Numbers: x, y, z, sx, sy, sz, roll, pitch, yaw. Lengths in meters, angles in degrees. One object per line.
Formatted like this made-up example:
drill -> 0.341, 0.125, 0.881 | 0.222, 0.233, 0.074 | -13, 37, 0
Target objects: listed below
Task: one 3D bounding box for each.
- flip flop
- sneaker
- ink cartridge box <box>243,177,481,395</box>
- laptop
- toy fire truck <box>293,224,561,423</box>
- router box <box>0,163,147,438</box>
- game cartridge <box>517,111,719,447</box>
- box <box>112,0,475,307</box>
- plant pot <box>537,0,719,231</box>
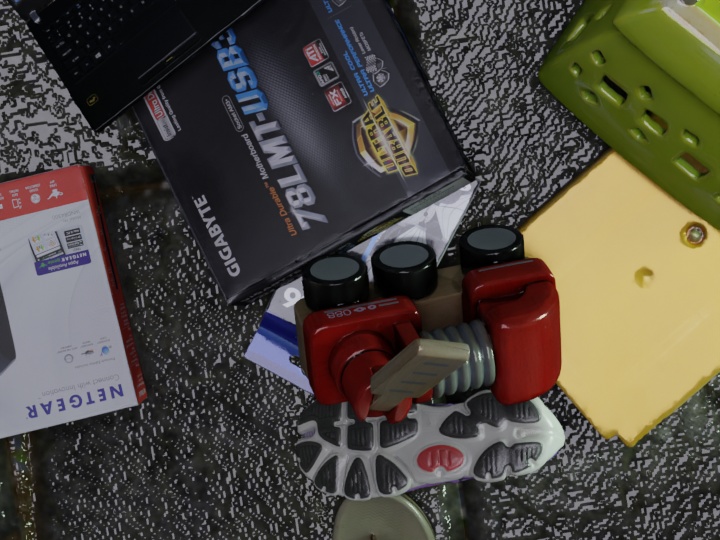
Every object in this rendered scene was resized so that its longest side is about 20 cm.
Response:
flip flop -> 0.014, 0.257, 1.326 | 0.080, 0.058, 0.202 | 4, 93, 1
sneaker -> 0.050, 0.130, 1.315 | 0.199, 0.083, 0.081 | -1, 78, 17
ink cartridge box -> 0.000, 0.000, 1.326 | 0.099, 0.039, 0.201 | 27, 94, 0
laptop -> -0.182, -0.235, 1.284 | 0.177, 0.103, 0.200 | -38, 57, 4
toy fire truck -> 0.057, 0.049, 1.198 | 0.175, 0.200, 0.129 | -10, 119, -10
router box -> -0.273, 0.032, 1.329 | 0.199, 0.049, 0.181 | -14, 92, 2
game cartridge -> 0.207, 0.005, 1.326 | 0.200, 0.032, 0.177 | -41, 91, 5
box -> -0.048, -0.106, 1.293 | 0.198, 0.050, 0.201 | -27, 80, 8
plant pot -> 0.265, -0.162, 1.222 | 0.200, 0.181, 0.199 | 38, 80, -2
